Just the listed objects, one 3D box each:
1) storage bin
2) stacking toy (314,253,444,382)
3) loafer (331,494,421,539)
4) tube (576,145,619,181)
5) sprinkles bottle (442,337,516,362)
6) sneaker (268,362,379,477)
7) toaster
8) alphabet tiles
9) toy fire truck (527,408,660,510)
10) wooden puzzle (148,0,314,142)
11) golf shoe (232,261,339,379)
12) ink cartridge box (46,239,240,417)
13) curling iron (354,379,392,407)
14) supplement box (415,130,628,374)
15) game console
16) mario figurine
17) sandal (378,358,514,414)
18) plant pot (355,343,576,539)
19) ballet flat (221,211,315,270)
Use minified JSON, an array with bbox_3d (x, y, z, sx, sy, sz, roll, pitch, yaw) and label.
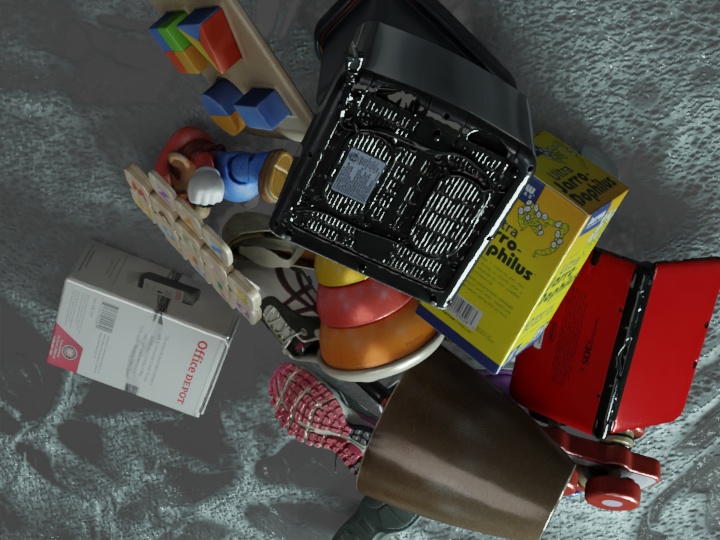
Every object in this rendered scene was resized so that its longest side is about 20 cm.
[{"bbox_3d":[0.040,-0.159,1.020,0.200,0.135,0.145,40,123,-19],"label":"storage bin"},{"bbox_3d":[0.000,0.000,1.123,0.144,0.146,0.202,-11,112,17],"label":"stacking toy"},{"bbox_3d":[0.034,0.326,1.451,0.072,0.063,0.200,50,121,11],"label":"loafer"},{"bbox_3d":[0.189,-0.048,1.138,0.077,0.051,0.200,32,130,-13],"label":"tube"},{"bbox_3d":[0.177,0.070,1.214,0.197,0.069,0.069,16,128,-2],"label":"sprinkles bottle"},{"bbox_3d":[-0.032,0.189,1.342,0.200,0.075,0.081,41,104,-5],"label":"sneaker"},{"bbox_3d":[0.039,-0.094,0.909,0.179,0.119,0.201,23,126,-10],"label":"toaster"},{"bbox_3d":[-0.177,-0.027,1.141,0.200,0.015,0.196,45,164,9],"label":"alphabet tiles"},{"bbox_3d":[0.250,0.230,1.309,0.198,0.113,0.168,16,155,-11],"label":"toy fire truck"},{"bbox_3d":[-0.126,-0.186,1.016,0.200,0.046,0.185,50,164,-28],"label":"wooden puzzle"},{"bbox_3d":[-0.078,0.048,1.230,0.198,0.089,0.077,27,129,-10],"label":"golf shoe"},{"bbox_3d":[-0.254,0.071,1.279,0.198,0.085,0.147,22,128,-5],"label":"ink cartridge box"},{"bbox_3d":[0.030,0.167,1.300,0.050,0.026,0.200,-43,89,-6],"label":"curling iron"},{"bbox_3d":[0.157,-0.018,1.064,0.109,0.108,0.201,37,124,18],"label":"supplement box"},{"bbox_3d":[0.272,0.065,1.157,0.171,0.118,0.202,21,116,26],"label":"game console"},{"bbox_3d":[-0.134,-0.081,1.102,0.198,0.107,0.124,8,148,41],"label":"mario figurine"},{"bbox_3d":[0.110,0.149,1.297,0.200,0.050,0.083,-17,122,22],"label":"sandal"},{"bbox_3d":[0.126,0.205,1.173,0.198,0.187,0.188,26,130,15],"label":"plant pot"},{"bbox_3d":[-0.058,-0.020,1.189,0.197,0.063,0.068,6,127,5],"label":"ballet flat"}]
